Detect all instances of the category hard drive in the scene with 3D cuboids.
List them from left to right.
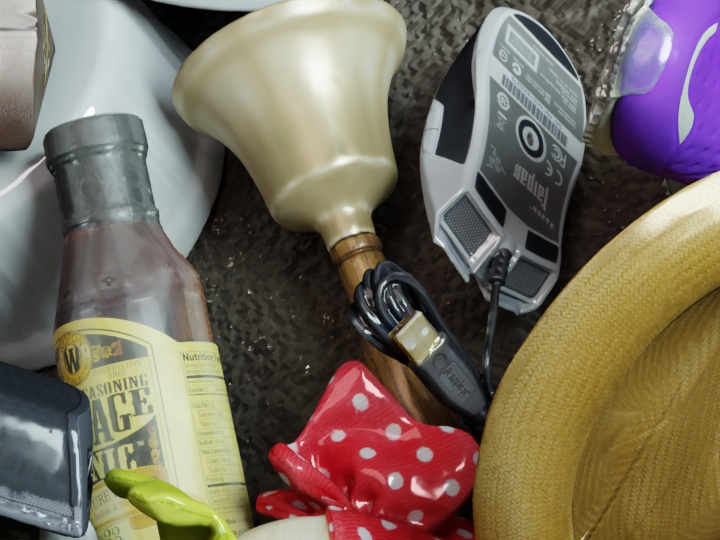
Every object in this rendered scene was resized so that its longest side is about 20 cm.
[{"bbox_3d":[-0.155,0.045,0.716,0.134,0.200,0.043,18,87,-11],"label":"hard drive"}]

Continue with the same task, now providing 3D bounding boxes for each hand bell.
[{"bbox_3d":[0.000,0.000,0.843,0.104,0.104,0.201,-22,67,7],"label":"hand bell"}]

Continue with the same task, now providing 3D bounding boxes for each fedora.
[{"bbox_3d":[0.118,0.045,0.719,0.200,0.201,0.082,-37,28,-3],"label":"fedora"}]

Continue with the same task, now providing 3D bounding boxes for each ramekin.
[{"bbox_3d":[-0.169,-0.061,0.923,0.200,0.098,0.201,-10,58,16],"label":"ramekin"}]

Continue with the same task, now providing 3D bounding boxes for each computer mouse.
[{"bbox_3d":[0.049,-0.019,0.828,0.044,0.110,0.201,-24,38,37],"label":"computer mouse"}]

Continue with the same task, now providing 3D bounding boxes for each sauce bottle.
[{"bbox_3d":[-0.086,0.040,0.809,0.066,0.066,0.201,-16,78,11],"label":"sauce bottle"}]

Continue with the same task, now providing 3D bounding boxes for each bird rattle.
[{"bbox_3d":[-0.007,0.125,0.709,0.163,0.200,0.113,42,117,28],"label":"bird rattle"}]

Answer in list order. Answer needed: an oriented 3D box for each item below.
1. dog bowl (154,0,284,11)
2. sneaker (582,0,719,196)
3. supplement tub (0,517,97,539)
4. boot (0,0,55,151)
[{"bbox_3d":[-0.058,-0.197,0.917,0.199,0.079,0.200,5,37,-4],"label":"dog bowl"},{"bbox_3d":[0.149,-0.052,0.738,0.099,0.200,0.070,20,90,24],"label":"sneaker"},{"bbox_3d":[-0.179,0.168,0.752,0.122,0.122,0.201,17,87,29],"label":"supplement tub"},{"bbox_3d":[-0.206,-0.046,0.805,0.199,0.064,0.187,-3,88,-25],"label":"boot"}]
